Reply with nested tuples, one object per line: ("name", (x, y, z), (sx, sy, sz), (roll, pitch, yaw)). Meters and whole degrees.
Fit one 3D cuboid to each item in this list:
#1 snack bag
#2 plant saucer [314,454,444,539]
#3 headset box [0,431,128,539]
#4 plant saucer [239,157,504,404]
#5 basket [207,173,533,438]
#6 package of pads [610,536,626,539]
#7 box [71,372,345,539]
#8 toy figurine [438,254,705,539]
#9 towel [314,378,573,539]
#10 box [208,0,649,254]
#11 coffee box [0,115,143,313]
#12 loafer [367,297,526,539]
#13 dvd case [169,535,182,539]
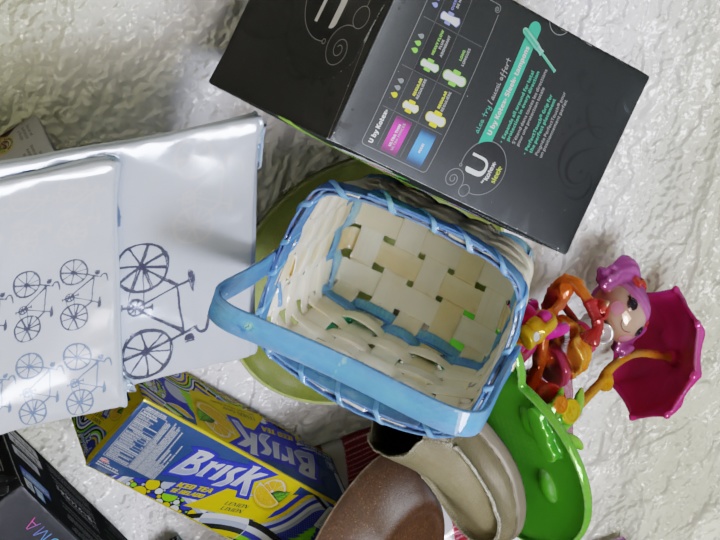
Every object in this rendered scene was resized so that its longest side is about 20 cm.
("snack bag", (-0.147, 0.005, 1.465), (0.199, 0.021, 0.190), (-13, 128, -21))
("plant saucer", (0.009, 0.221, 1.694), (0.201, 0.036, 0.201), (-49, 151, -40))
("headset box", (-0.261, 0.223, 1.621), (0.199, 0.093, 0.174), (-36, 127, 3))
("plant saucer", (0.000, 0.000, 1.632), (0.199, 0.031, 0.201), (-13, 128, -17))
("basket", (0.019, 0.029, 1.488), (0.140, 0.175, 0.200), (-68, 168, 19))
("package of pads", (0.181, 0.314, 1.922), (0.120, 0.076, 0.201), (-24, 131, -10))
("box", (-0.098, 0.127, 1.644), (0.200, 0.070, 0.064), (33, 109, -36))
("toy figurine", (0.155, 0.059, 1.694), (0.184, 0.150, 0.201), (-35, 120, -30))
("towel", (0.065, 0.153, 1.783), (0.199, 0.023, 0.145), (-17, 129, -14))
("box", (0.041, -0.115, 1.472), (0.199, 0.148, 0.125), (23, 93, -36))
("coffee box", (-0.249, 0.012, 1.485), (0.199, 0.080, 0.113), (-30, 132, -4))
("loafer", (0.044, 0.111, 1.642), (0.067, 0.076, 0.201), (-41, 114, -27))
("dvd case", (-0.172, 0.297, 1.744), (0.199, 0.022, 0.146), (-35, 112, 0))
